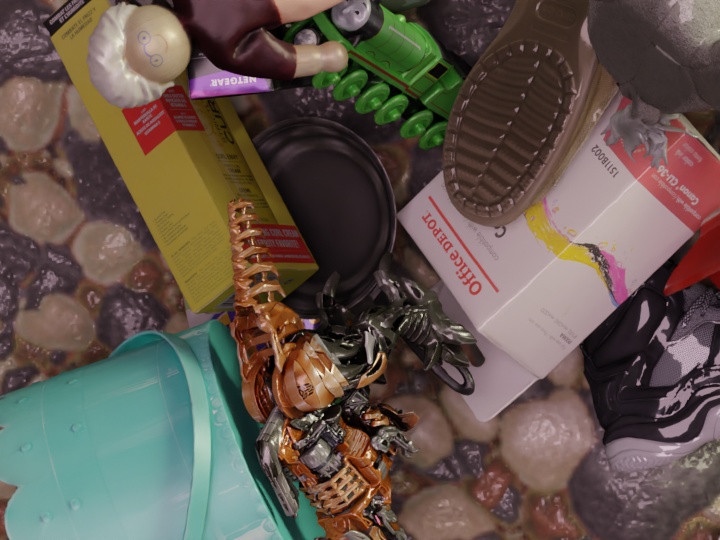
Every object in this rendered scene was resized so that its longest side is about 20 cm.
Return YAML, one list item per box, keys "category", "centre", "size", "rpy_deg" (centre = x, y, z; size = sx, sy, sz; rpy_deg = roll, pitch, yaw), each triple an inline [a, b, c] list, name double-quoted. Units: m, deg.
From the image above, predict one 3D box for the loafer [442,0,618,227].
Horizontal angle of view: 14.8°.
- category: "loafer"
  centre: [0.112, -0.114, 1.505]
  size: [0.075, 0.068, 0.201]
  rpy_deg: [31, 101, 31]

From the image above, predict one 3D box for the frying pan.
- category: "frying pan"
  centre: [0.004, -0.017, 1.566]
  size: [0.189, 0.031, 0.116]
  rpy_deg: [22, 102, 24]

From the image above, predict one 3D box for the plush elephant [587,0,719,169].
- category: "plush elephant"
  centre: [0.199, -0.152, 1.409]
  size: [0.165, 0.200, 0.155]
  rpy_deg: [41, 65, 15]

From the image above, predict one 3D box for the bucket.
- category: "bucket"
  centre: [-0.106, 0.133, 1.537]
  size: [0.134, 0.207, 0.208]
  rpy_deg: [-25, 91, 6]

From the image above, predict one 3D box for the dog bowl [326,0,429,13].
- category: "dog bowl"
  centre: [0.005, -0.233, 1.517]
  size: [0.058, 0.200, 0.202]
  rpy_deg: [-4, 94, -6]

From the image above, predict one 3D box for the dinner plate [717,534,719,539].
- category: "dinner plate"
  centre: [0.296, 0.196, 1.590]
  size: [0.199, 0.024, 0.202]
  rpy_deg: [1, 95, 8]

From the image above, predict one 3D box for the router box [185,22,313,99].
- category: "router box"
  centre: [-0.063, -0.172, 1.523]
  size: [0.051, 0.200, 0.150]
  rpy_deg: [-5, 94, 7]

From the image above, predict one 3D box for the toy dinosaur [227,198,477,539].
- category: "toy dinosaur"
  centre: [-0.016, 0.058, 1.484]
  size: [0.102, 0.136, 0.201]
  rpy_deg: [9, 119, 36]

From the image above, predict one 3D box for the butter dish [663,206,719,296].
- category: "butter dish"
  centre: [0.288, -0.013, 1.460]
  size: [0.199, 0.200, 0.148]
  rpy_deg: [-35, 88, -17]

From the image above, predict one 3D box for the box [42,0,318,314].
- category: "box"
  centre: [-0.103, -0.071, 1.571]
  size: [0.050, 0.075, 0.201]
  rpy_deg: [-37, 70, 27]

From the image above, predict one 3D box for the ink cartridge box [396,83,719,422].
- category: "ink cartridge box"
  centre: [0.101, -0.025, 1.550]
  size: [0.200, 0.067, 0.117]
  rpy_deg: [-45, 43, 9]

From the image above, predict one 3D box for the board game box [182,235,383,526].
- category: "board game box"
  centre: [-0.047, 0.067, 1.630]
  size: [0.095, 0.030, 0.202]
  rpy_deg: [-10, 91, 9]

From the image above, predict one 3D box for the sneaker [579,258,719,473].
- category: "sneaker"
  centre: [0.208, 0.025, 1.562]
  size: [0.199, 0.075, 0.114]
  rpy_deg: [-29, 89, 9]

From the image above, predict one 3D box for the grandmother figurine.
- category: "grandmother figurine"
  centre: [-0.052, -0.149, 1.397]
  size: [0.199, 0.061, 0.122]
  rpy_deg: [-32, 85, 2]

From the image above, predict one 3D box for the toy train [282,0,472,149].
- category: "toy train"
  centre: [0.018, -0.112, 1.521]
  size: [0.056, 0.200, 0.042]
  rpy_deg: [-40, 69, 11]
